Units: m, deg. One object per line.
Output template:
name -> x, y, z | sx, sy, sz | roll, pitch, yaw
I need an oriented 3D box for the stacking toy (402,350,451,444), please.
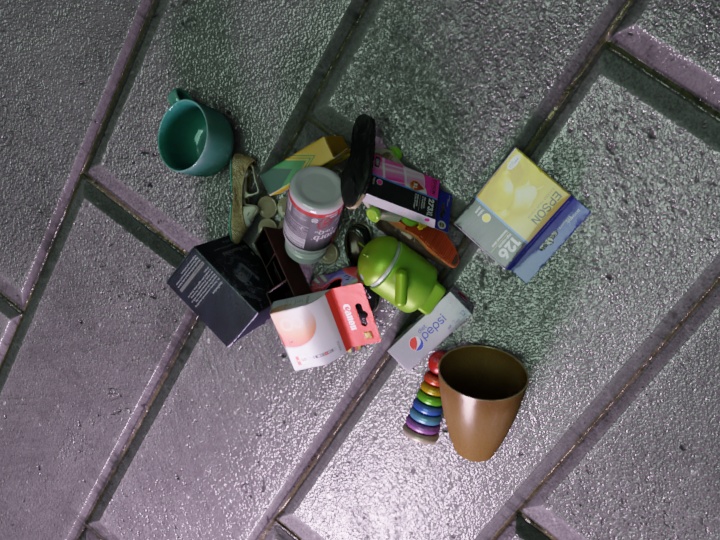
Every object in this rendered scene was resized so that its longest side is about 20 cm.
stacking toy -> 0.154, 0.274, 1.375 | 0.084, 0.085, 0.204 | 15, 100, 13

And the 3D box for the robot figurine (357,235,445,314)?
robot figurine -> 0.078, 0.007, 1.286 | 0.199, 0.176, 0.116 | 34, 99, -17

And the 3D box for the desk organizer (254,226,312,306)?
desk organizer -> -0.177, 0.007, 1.367 | 0.071, 0.077, 0.203 | -32, 75, 21

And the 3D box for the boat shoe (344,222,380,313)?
boat shoe -> 0.000, 0.000, 1.365 | 0.070, 0.068, 0.204 | -5, 102, 15

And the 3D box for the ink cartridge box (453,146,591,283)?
ink cartridge box -> 0.323, -0.106, 1.256 | 0.199, 0.047, 0.199 | 41, 109, 7

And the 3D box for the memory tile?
memory tile -> -0.142, -0.092, 1.414 | 0.196, 0.017, 0.157 | 3, 103, 16

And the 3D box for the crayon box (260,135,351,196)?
crayon box -> -0.101, -0.230, 1.314 | 0.198, 0.127, 0.051 | -26, 94, 19

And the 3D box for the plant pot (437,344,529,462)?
plant pot -> 0.248, 0.294, 1.307 | 0.183, 0.187, 0.204 | 8, 117, 15

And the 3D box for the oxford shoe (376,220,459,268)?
oxford shoe -> 0.121, -0.065, 1.324 | 0.199, 0.071, 0.073 | 39, 137, 3

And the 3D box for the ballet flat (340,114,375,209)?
ballet flat -> 0.005, -0.210, 1.216 | 0.065, 0.057, 0.204 | 1, 70, 27

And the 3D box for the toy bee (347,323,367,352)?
toy bee -> -0.083, 0.156, 1.403 | 0.197, 0.110, 0.131 | 1, 148, 33

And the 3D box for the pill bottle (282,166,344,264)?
pill bottle -> -0.101, -0.108, 1.287 | 0.115, 0.116, 0.201 | 32, 146, 8

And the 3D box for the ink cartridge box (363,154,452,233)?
ink cartridge box -> 0.101, -0.153, 1.248 | 0.197, 0.096, 0.037 | 20, 153, -18

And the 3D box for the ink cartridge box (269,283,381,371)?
ink cartridge box -> -0.070, 0.122, 1.297 | 0.196, 0.050, 0.164 | -11, 122, 13

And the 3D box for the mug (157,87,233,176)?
mug -> -0.352, -0.302, 1.373 | 0.150, 0.114, 0.189 | 8, 92, 29

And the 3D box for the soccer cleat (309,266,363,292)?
soccer cleat -> -0.070, 0.042, 1.360 | 0.198, 0.076, 0.068 | -21, 97, 47

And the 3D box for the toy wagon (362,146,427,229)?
toy wagon -> 0.063, -0.159, 1.275 | 0.201, 0.155, 0.040 | 49, 150, 1

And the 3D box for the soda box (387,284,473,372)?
soda box -> 0.151, 0.125, 1.346 | 0.068, 0.063, 0.200 | 44, 110, 1

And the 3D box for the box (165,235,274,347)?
box -> -0.287, 0.037, 1.390 | 0.200, 0.197, 0.118 | 45, 109, 3

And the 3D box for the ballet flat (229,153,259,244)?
ballet flat -> -0.260, -0.161, 1.401 | 0.064, 0.071, 0.204 | 1, 97, 7
